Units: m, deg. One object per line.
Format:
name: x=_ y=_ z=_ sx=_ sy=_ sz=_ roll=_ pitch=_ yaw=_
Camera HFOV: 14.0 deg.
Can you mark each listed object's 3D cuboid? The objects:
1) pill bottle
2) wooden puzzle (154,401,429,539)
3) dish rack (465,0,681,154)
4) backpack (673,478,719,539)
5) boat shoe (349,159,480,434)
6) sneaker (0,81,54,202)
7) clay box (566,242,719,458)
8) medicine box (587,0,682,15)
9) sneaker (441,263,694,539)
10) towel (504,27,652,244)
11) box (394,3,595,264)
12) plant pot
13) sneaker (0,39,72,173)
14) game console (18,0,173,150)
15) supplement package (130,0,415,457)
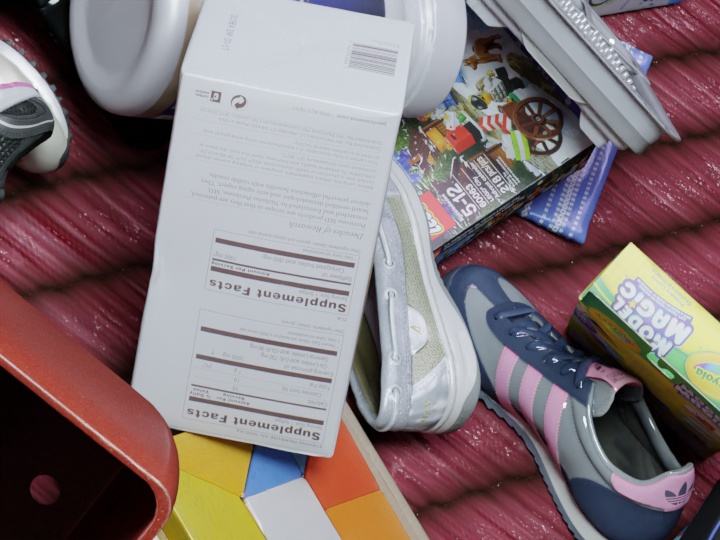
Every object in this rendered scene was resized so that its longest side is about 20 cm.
pill bottle: x=-0.048 y=-0.136 z=1.609 sx=0.200 sy=0.116 sz=0.116 roll=2 pitch=53 yaw=-34
wooden puzzle: x=-0.042 y=0.133 z=1.501 sx=0.185 sy=0.037 sz=0.200 roll=-17 pitch=64 yaw=-43
dish rack: x=0.107 y=-0.145 z=1.708 sx=0.172 sy=0.044 sz=0.200 roll=47 pitch=9 yaw=-16
backpack: x=0.261 y=0.196 z=1.583 sx=0.200 sy=0.135 sz=0.183 roll=38 pitch=41 yaw=1
boat shoe: x=-0.001 y=0.002 z=1.621 sx=0.065 sy=0.074 sz=0.202 roll=-1 pitch=57 yaw=-38
sneaker: x=-0.221 y=-0.010 z=1.475 sx=0.086 sy=0.080 sz=0.200 roll=48 pitch=63 yaw=-4
clay box: x=0.173 y=0.046 z=1.628 sx=0.115 sy=0.200 sz=0.048 roll=43 pitch=85 yaw=5
medicine box: x=0.123 y=-0.264 z=1.923 sx=0.200 sy=0.103 sz=0.182 roll=-13 pitch=62 yaw=-41
sneaker: x=0.119 y=0.063 z=1.642 sx=0.070 sy=0.082 sz=0.200 roll=-20 pitch=66 yaw=-41
towel: x=0.073 y=-0.121 z=1.788 sx=0.200 sy=0.024 sz=0.145 roll=28 pitch=62 yaw=-10
box: x=0.023 y=-0.109 z=1.721 sx=0.137 sy=0.038 sz=0.200 roll=-34 pitch=76 yaw=-22
plant pot: x=-0.194 y=0.093 z=1.309 sx=0.200 sy=0.200 sz=0.176 roll=39 pitch=14 yaw=2
sneaker: x=-0.249 y=-0.103 z=1.558 sx=0.200 sy=0.070 sz=0.093 roll=41 pitch=60 yaw=-1
game console: x=-0.127 y=-0.192 z=1.694 sx=0.200 sy=0.116 sz=0.176 roll=-44 pitch=113 yaw=-23
supplement package: x=-0.045 y=-0.024 z=1.487 sx=0.109 sy=0.200 sz=0.114 roll=11 pitch=29 yaw=0
